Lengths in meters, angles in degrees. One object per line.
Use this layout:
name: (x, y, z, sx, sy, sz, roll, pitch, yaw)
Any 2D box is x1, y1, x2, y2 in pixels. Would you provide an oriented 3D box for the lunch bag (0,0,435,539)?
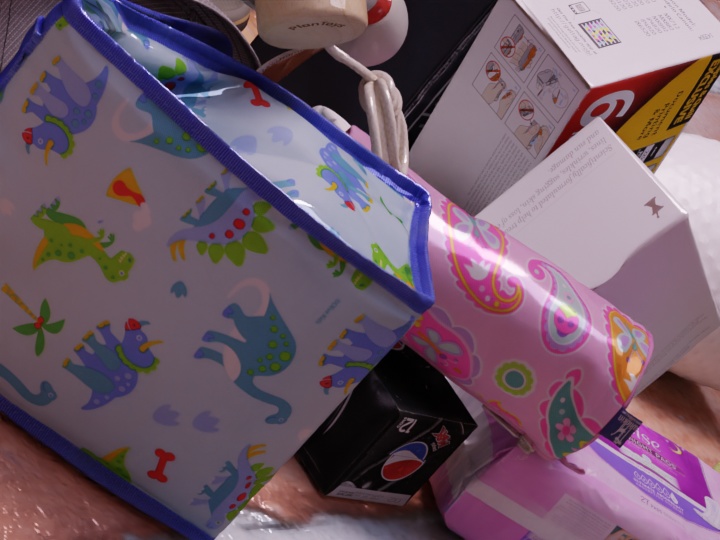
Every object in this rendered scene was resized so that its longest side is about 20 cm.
lunch bag: (-0.093, -0.009, 1.280, 0.199, 0.170, 0.128, 33, 24, -19)

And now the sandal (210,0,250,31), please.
sandal: (-0.126, -0.173, 1.572, 0.199, 0.055, 0.082, 19, 13, -45)

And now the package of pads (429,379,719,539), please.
package of pads: (0.121, 0.121, 1.548, 0.199, 0.076, 0.121, 32, 24, -26)

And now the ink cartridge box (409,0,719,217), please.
ink cartridge box: (0.123, -0.080, 1.695, 0.175, 0.200, 0.084, -18, 60, -41)

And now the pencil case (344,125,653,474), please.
pencil case: (0.048, 0.015, 1.430, 0.199, 0.088, 0.088, 35, 22, -9)

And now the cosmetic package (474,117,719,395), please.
cosmetic package: (0.129, 0.007, 1.642, 0.081, 0.113, 0.200, 50, -4, 23)

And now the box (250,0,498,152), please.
box: (0.057, -0.136, 1.757, 0.123, 0.199, 0.200, 50, 22, 25)

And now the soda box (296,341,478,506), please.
soda box: (-0.027, 0.023, 1.488, 0.071, 0.063, 0.200, 14, 35, -50)

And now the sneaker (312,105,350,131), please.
sneaker: (0.022, -0.008, 1.583, 0.099, 0.078, 0.201, 25, 28, -36)

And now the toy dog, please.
toy dog: (-0.036, -0.130, 1.338, 0.200, 0.096, 0.133, 75, 15, -57)

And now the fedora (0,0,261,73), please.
fedora: (-0.138, -0.073, 1.391, 0.200, 0.176, 0.091, 67, 28, -59)

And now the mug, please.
mug: (0.211, -0.037, 1.852, 0.175, 0.201, 0.147, 21, 5, -32)

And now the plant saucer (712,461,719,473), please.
plant saucer: (0.289, 0.186, 1.764, 0.200, 0.048, 0.200, 46, 21, 9)
